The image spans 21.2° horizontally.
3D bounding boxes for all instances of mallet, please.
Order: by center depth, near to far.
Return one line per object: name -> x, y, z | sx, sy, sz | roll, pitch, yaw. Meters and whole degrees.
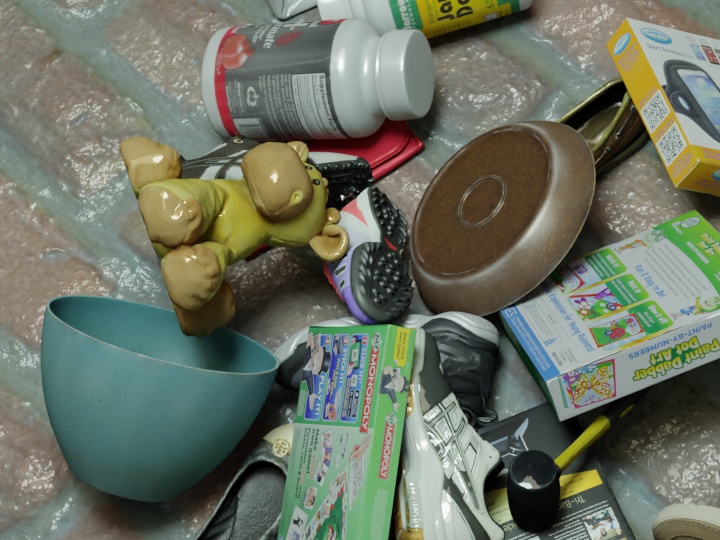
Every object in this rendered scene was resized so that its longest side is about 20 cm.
mallet -> 0.188, 0.131, 1.531 | 0.041, 0.066, 0.200 | 36, 56, 28

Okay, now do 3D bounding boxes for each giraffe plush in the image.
giraffe plush -> -0.099, -0.046, 1.632 | 0.162, 0.200, 0.173 | -19, 86, -5

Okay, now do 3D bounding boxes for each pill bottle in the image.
pill bottle -> -0.038, -0.177, 1.790 | 0.200, 0.111, 0.111 | -1, 56, 22
pill bottle -> 0.057, -0.279, 1.849 | 0.200, 0.113, 0.113 | -16, 55, 2

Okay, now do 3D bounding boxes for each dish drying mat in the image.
dish drying mat -> -0.042, -0.088, 1.802 | 0.200, 0.018, 0.077 | -33, 55, -9

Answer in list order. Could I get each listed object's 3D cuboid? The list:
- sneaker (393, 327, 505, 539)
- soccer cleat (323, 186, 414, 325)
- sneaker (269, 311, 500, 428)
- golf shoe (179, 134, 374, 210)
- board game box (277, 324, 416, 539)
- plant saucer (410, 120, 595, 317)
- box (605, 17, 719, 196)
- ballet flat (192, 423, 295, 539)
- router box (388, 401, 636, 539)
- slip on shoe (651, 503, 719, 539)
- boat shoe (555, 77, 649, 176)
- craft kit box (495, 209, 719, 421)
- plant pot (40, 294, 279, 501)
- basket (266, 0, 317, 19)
sneaker -> 0.068, 0.141, 1.530 | 0.088, 0.076, 0.200 | 1, 64, -12
soccer cleat -> 0.000, 0.000, 1.670 | 0.073, 0.068, 0.200 | -38, 23, 20
sneaker -> 0.021, 0.101, 1.624 | 0.200, 0.076, 0.114 | -7, 53, 6
golf shoe -> -0.089, -0.091, 1.758 | 0.200, 0.078, 0.095 | -10, 54, 5
board game box -> -0.014, 0.144, 1.540 | 0.135, 0.029, 0.200 | -3, 77, 60
plant saucer -> 0.114, -0.053, 1.674 | 0.200, 0.034, 0.200 | -29, 41, 29
box -> 0.297, -0.150, 1.710 | 0.119, 0.041, 0.200 | 8, 49, -33
ballet flat -> -0.098, 0.209, 1.592 | 0.066, 0.057, 0.200 | 21, 64, 24
router box -> 0.107, 0.208, 1.546 | 0.200, 0.052, 0.157 | -21, 55, -2
slip on shoe -> 0.307, 0.244, 1.465 | 0.200, 0.076, 0.061 | 27, 60, 19
boat shoe -> 0.177, -0.101, 1.727 | 0.072, 0.068, 0.200 | 35, 71, 30
craft kit box -> 0.223, 0.032, 1.584 | 0.197, 0.049, 0.200 | -24, 22, 0
plant pot -> -0.182, 0.115, 1.615 | 0.200, 0.200, 0.135 | 20, 100, 25
basket -> -0.030, -0.368, 1.919 | 0.200, 0.136, 0.123 | -25, 51, -3
